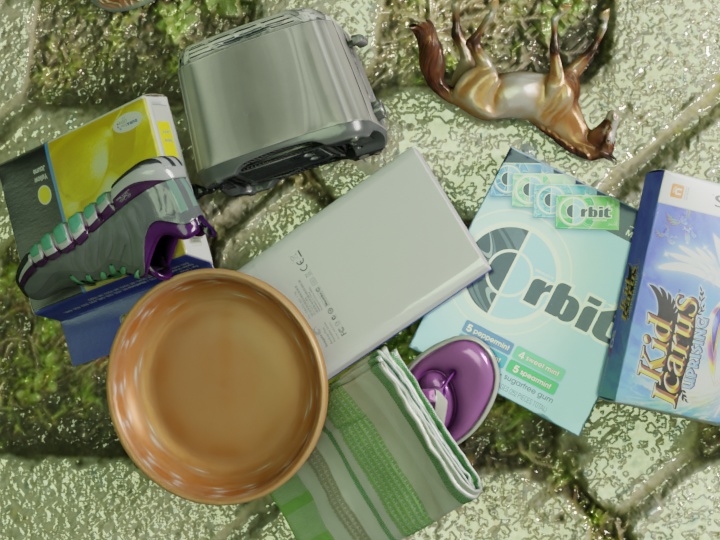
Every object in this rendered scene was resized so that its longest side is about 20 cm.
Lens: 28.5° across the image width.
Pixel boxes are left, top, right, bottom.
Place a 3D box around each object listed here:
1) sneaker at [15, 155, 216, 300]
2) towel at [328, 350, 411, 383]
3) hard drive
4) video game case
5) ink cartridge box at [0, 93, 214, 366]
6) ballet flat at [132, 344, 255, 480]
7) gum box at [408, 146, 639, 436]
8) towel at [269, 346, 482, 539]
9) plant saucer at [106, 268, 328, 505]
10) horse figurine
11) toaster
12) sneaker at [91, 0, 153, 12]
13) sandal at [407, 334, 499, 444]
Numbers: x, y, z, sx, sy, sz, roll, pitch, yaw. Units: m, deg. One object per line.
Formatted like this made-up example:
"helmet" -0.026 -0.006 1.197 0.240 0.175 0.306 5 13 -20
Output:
"sneaker" -0.212 -0.011 1.204 0.200 0.074 0.088 -36 81 29
"towel" -0.039 0.100 1.292 0.199 0.018 0.086 17 90 9
"hard drive" 0.000 0.000 1.261 0.200 0.025 0.132 -35 70 12
"video game case" 0.312 0.032 1.204 0.181 0.045 0.201 13 89 -9
"ink cartridge box" -0.229 -0.031 1.278 0.197 0.047 0.201 -19 82 31
"ballet flat" -0.123 0.119 1.269 0.069 0.069 0.200 46 104 8
"gum box" 0.163 0.018 1.253 0.170 0.045 0.200 28 90 9
"towel" -0.006 0.172 1.227 0.200 0.031 0.149 -36 84 34
"plant saucer" -0.120 0.098 1.208 0.199 0.037 0.201 1 92 17
"horse figurine" 0.138 -0.175 1.259 0.199 0.050 0.133 8 105 1
"toaster" -0.080 -0.147 1.265 0.199 0.114 0.130 -17 81 15
"sneaker" -0.170 -0.314 1.315 0.200 0.080 0.071 -34 105 23
"sandal" 0.042 0.139 1.236 0.082 0.050 0.203 46 109 0
